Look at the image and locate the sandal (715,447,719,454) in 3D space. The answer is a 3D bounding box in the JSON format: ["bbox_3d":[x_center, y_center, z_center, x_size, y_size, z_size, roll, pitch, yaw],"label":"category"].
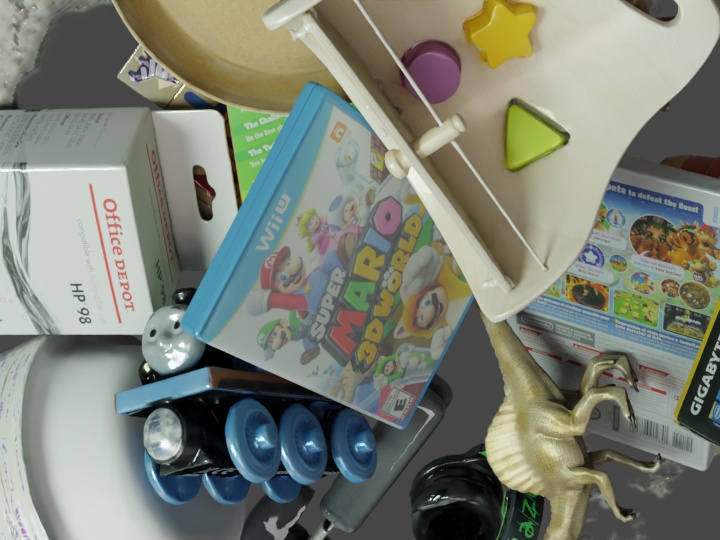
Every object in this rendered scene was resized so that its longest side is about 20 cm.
[{"bbox_3d":[0.272,0.050,0.915,0.079,0.054,0.202,-15,133,-30],"label":"sandal"}]

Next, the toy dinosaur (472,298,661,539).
[{"bbox_3d":[0.119,0.089,0.881,0.100,0.058,0.203,-20,87,19],"label":"toy dinosaur"}]

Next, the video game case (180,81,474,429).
[{"bbox_3d":[0.000,0.000,0.810,0.199,0.018,0.144,30,89,-50],"label":"video game case"}]

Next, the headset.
[{"bbox_3d":[0.048,0.184,0.981,0.093,0.125,0.200,26,144,-15],"label":"headset"}]

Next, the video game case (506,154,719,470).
[{"bbox_3d":[0.155,0.021,0.884,0.142,0.018,0.202,18,130,28],"label":"video game case"}]

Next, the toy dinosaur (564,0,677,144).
[{"bbox_3d":[0.108,-0.149,0.774,0.134,0.086,0.202,12,127,-11],"label":"toy dinosaur"}]

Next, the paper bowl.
[{"bbox_3d":[-0.145,0.127,0.872,0.103,0.202,0.201,-22,123,22],"label":"paper bowl"}]

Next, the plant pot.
[{"bbox_3d":[-0.040,-0.183,0.750,0.197,0.028,0.203,0,108,0],"label":"plant pot"}]

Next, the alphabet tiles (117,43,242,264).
[{"bbox_3d":[-0.055,-0.090,0.841,0.166,0.008,0.200,34,114,-19],"label":"alphabet tiles"}]

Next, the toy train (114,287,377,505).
[{"bbox_3d":[-0.062,0.074,0.850,0.086,0.116,0.199,-19,163,28],"label":"toy train"}]

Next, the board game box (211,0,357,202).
[{"bbox_3d":[-0.026,-0.078,0.829,0.094,0.030,0.202,-5,122,2],"label":"board game box"}]

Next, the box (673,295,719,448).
[{"bbox_3d":[0.281,0.016,0.839,0.158,0.049,0.203,13,100,-37],"label":"box"}]

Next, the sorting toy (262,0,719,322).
[{"bbox_3d":[0.077,-0.112,0.702,0.179,0.107,0.201,-33,120,11],"label":"sorting toy"}]

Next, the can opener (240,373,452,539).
[{"bbox_3d":[-0.018,0.141,0.981,0.067,0.053,0.201,36,112,2],"label":"can opener"}]

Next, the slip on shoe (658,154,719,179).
[{"bbox_3d":[0.202,0.011,0.903,0.061,0.074,0.202,21,136,25],"label":"slip on shoe"}]

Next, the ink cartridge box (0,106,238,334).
[{"bbox_3d":[-0.174,-0.028,0.836,0.197,0.067,0.117,-1,124,9],"label":"ink cartridge box"}]

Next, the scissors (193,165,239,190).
[{"bbox_3d":[-0.047,-0.046,0.877,0.197,0.014,0.074,-6,124,1],"label":"scissors"}]
